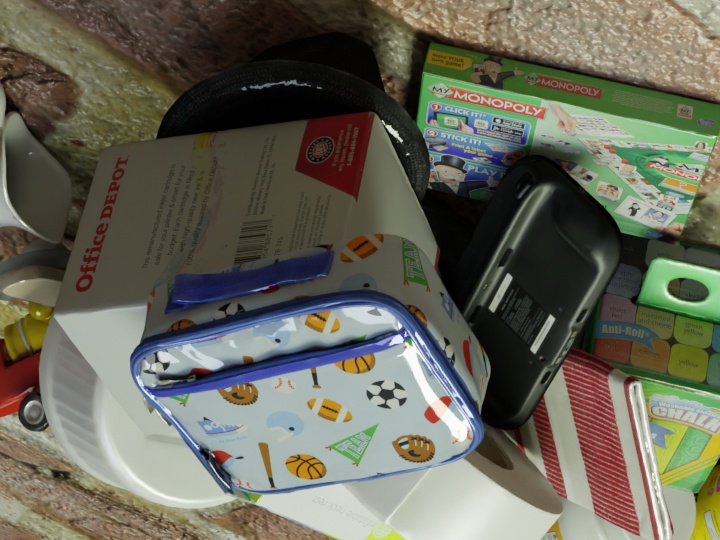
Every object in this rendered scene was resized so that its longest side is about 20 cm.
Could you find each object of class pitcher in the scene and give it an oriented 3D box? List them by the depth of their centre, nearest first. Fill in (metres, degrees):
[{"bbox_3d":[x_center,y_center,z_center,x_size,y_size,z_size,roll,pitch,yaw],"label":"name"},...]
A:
[{"bbox_3d":[-0.341,-0.081,1.478,0.199,0.122,0.172,-7,130,14],"label":"pitcher"}]

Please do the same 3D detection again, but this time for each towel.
[{"bbox_3d":[0.145,0.105,1.409,0.200,0.023,0.145,24,138,51],"label":"towel"}]

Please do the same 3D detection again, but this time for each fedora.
[{"bbox_3d":[-0.041,-0.098,1.325,0.199,0.092,0.201,7,143,5],"label":"fedora"}]

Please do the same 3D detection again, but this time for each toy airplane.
[{"bbox_3d":[-0.220,0.022,1.565,0.141,0.198,0.200,51,146,20],"label":"toy airplane"}]

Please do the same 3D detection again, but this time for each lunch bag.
[{"bbox_3d":[-0.034,0.057,1.145,0.199,0.076,0.161,-14,133,25],"label":"lunch bag"}]

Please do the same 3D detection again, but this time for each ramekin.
[{"bbox_3d":[-0.132,0.081,1.463,0.200,0.201,0.098,35,174,-30],"label":"ramekin"}]

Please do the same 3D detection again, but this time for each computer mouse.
[{"bbox_3d":[0.060,-0.019,1.446,0.199,0.053,0.138,28,168,-23],"label":"computer mouse"}]

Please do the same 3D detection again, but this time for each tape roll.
[{"bbox_3d":[0.047,0.132,1.383,0.202,0.203,0.071,35,100,-30],"label":"tape roll"}]

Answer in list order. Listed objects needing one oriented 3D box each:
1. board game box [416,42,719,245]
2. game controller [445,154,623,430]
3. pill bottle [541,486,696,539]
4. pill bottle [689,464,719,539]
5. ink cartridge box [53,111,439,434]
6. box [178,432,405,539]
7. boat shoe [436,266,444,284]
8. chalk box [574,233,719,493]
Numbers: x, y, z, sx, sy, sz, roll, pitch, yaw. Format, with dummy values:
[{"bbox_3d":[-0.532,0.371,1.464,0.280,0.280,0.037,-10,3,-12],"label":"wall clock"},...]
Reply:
[{"bbox_3d":[0.136,-0.085,1.334,0.199,0.029,0.135,13,148,4],"label":"board game box"},{"bbox_3d":[0.109,0.019,1.353,0.104,0.042,0.201,40,128,18],"label":"game controller"},{"bbox_3d":[0.194,0.213,1.677,0.112,0.113,0.200,29,157,-22],"label":"pill bottle"},{"bbox_3d":[0.311,0.226,1.681,0.104,0.105,0.200,26,147,-17],"label":"pill bottle"},{"bbox_3d":[-0.071,0.005,1.267,0.199,0.146,0.145,-5,140,21],"label":"ink cartridge box"},{"bbox_3d":[-0.045,0.134,1.377,0.200,0.048,0.122,31,-169,-47],"label":"box"},{"bbox_3d":[0.000,0.000,1.413,0.200,0.072,0.063,23,123,54],"label":"boat shoe"},{"bbox_3d":[0.222,0.058,1.432,0.124,0.124,0.200,14,149,3],"label":"chalk box"}]
